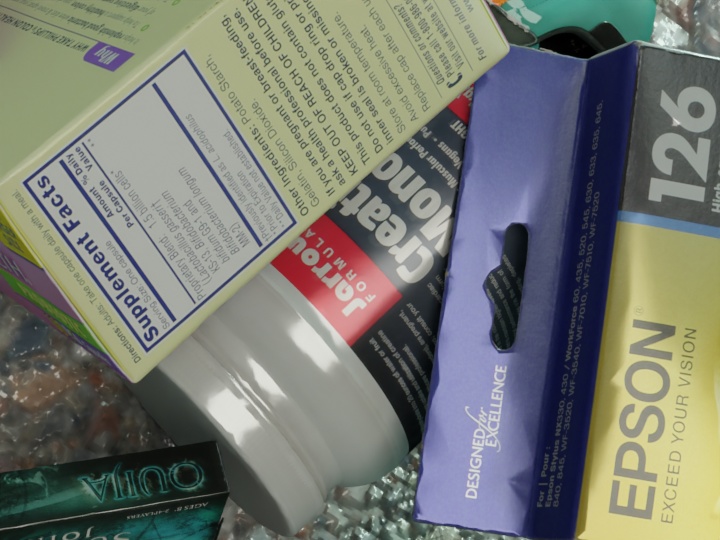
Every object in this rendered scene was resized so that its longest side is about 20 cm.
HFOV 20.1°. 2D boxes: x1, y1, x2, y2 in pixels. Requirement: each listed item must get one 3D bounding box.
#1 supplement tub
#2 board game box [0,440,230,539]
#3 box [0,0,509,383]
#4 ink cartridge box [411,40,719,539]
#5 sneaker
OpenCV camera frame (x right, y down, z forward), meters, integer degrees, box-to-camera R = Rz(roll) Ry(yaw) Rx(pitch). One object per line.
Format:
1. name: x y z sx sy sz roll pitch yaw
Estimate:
1. supplement tub: 0.000 0.000 0.860 0.200 0.140 0.140 -43 103 -15
2. board game box: -0.160 0.124 0.810 0.199 0.135 0.028 -7 59 -18
3. box: -0.076 -0.076 0.805 0.200 0.176 0.097 -41 121 -16
4. ink cartridge box: 0.133 0.016 0.786 0.199 0.047 0.198 10 79 -9
5. sneaker: 0.047 -0.132 0.914 0.199 0.071 0.080 17 80 -20
